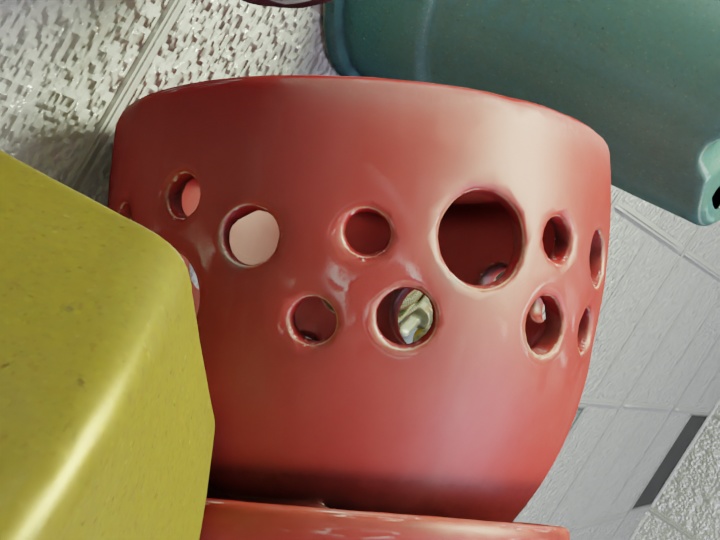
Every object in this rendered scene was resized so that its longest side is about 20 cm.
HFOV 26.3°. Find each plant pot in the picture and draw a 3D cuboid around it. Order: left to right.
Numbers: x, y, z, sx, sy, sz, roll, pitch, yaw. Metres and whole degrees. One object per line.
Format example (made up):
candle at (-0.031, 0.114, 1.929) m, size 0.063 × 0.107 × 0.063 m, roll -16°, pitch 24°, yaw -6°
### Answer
plant pot at (-0.149, 0.067, 0.455) m, size 0.200 × 0.195 × 0.194 m, roll -54°, pitch 161°, yaw -28°
plant pot at (-0.007, 0.032, 0.611) m, size 0.200 × 0.200 × 0.183 m, roll 30°, pitch 64°, yaw -70°
plant pot at (0.120, -0.132, 0.735) m, size 0.200 × 0.196 × 0.200 m, roll -46°, pitch 156°, yaw -27°

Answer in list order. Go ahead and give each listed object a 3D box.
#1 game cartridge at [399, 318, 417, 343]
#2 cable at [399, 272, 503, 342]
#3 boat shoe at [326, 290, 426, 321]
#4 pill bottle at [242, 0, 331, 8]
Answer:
game cartridge at (0.075, -0.033, 1.012) m, size 0.200 × 0.042 × 0.133 m, roll -59°, pitch 155°, yaw 8°
cable at (0.080, -0.016, 0.971) m, size 0.200 × 0.050 × 0.097 m, roll -49°, pitch 155°, yaw -54°
boat shoe at (0.000, 0.000, 0.832) m, size 0.076 × 0.074 × 0.200 m, roll -51°, pitch 161°, yaw -13°
pill bottle at (-0.040, -0.143, 0.475) m, size 0.114 × 0.114 × 0.200 m, roll -62°, pitch 159°, yaw 14°
